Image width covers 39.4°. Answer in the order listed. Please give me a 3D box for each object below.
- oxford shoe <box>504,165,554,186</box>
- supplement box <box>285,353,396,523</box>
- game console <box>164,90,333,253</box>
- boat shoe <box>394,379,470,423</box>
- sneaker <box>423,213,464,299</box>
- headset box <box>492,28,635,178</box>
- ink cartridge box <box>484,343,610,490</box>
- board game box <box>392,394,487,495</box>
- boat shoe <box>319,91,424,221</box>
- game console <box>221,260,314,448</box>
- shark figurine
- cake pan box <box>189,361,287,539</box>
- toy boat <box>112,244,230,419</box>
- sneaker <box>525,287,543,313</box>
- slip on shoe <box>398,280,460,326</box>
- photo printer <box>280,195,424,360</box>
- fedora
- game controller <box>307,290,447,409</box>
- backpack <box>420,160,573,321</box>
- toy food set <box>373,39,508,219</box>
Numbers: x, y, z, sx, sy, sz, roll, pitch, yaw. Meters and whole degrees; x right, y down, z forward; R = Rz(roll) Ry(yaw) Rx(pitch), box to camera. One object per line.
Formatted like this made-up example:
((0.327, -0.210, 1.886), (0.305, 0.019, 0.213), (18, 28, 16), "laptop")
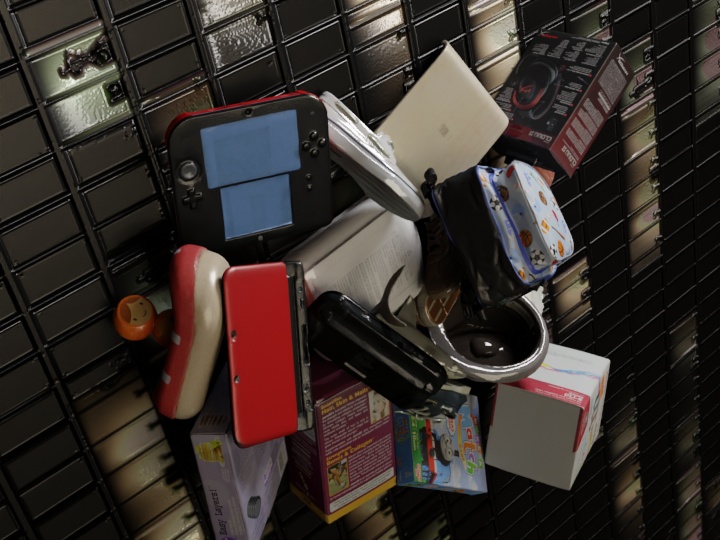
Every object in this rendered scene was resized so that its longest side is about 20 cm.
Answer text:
((0.222, -0.120, 1.499), (0.199, 0.074, 0.071), (-40, 95, -39), "oxford shoe")
((-0.031, 0.222, 1.393), (0.129, 0.103, 0.204), (-21, 121, -32), "supplement box")
((-0.128, -0.113, 1.190), (0.197, 0.031, 0.180), (-14, 117, -19), "game console")
((0.095, 0.180, 1.417), (0.199, 0.074, 0.063), (17, 90, -65), "boat shoe")
((0.112, -0.055, 1.396), (0.075, 0.070, 0.202), (40, 50, -29), "sneaker")
((0.270, -0.232, 1.428), (0.075, 0.148, 0.202), (39, 81, -42), "headset box")
((0.302, 0.223, 1.603), (0.200, 0.142, 0.148), (-35, 134, -59), "ink cartridge box")
((0.120, 0.253, 1.516), (0.199, 0.036, 0.154), (21, 58, -50), "board game box")
((0.015, -0.146, 1.264), (0.199, 0.073, 0.067), (40, 70, -20), "boat shoe")
((-0.124, 0.093, 1.202), (0.117, 0.172, 0.204), (-4, 92, -22), "game console")
((0.055, 0.066, 1.341), (0.215, 0.126, 0.091), (50, 56, -46), "shark figurine")
((-0.144, 0.217, 1.252), (0.201, 0.051, 0.187), (-71, 158, -59), "cake pan box")
((-0.223, 0.064, 1.164), (0.128, 0.131, 0.203), (16, 115, -6), "toy boat")
((0.283, 0.015, 1.595), (0.115, 0.073, 0.203), (-31, 124, -23), "sneaker")
((0.125, 0.007, 1.468), (0.077, 0.060, 0.201), (56, 51, -26), "slip on shoe")
((0.000, 0.000, 1.349), (0.199, 0.069, 0.168), (-38, 130, -23), "photo printer")
((0.181, 0.104, 1.514), (0.196, 0.179, 0.091), (-1, 146, -16), "fedora")
((0.013, 0.104, 1.281), (0.199, 0.104, 0.042), (36, 53, -10), "game controller")
((0.187, -0.052, 1.310), (0.190, 0.152, 0.204), (-6, 77, -71), "backpack")
((0.097, -0.190, 1.361), (0.144, 0.060, 0.201), (46, 75, -24), "toy food set")
